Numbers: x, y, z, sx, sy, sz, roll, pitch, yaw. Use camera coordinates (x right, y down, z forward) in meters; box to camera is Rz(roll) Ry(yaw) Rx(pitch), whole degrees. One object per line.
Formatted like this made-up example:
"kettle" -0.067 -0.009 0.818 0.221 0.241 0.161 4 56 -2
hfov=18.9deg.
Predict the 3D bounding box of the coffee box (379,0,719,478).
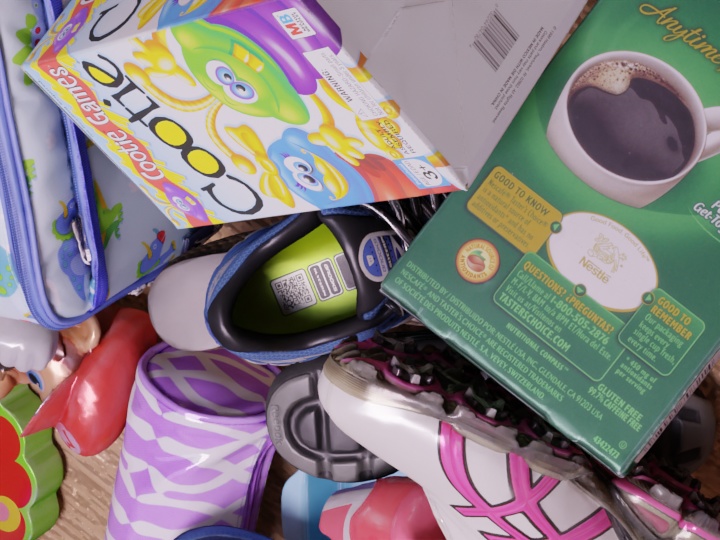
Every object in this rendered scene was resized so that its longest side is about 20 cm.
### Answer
"coffee box" 0.115 -0.034 0.830 0.123 0.044 0.200 37 91 14

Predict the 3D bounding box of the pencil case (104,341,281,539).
"pencil case" -0.086 0.132 1.091 0.085 0.084 0.201 26 123 25

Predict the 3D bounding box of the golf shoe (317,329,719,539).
"golf shoe" 0.061 0.097 0.877 0.199 0.073 0.092 30 101 -19

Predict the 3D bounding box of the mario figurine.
"mario figurine" -0.186 0.008 1.085 0.106 0.123 0.201 -32 87 28

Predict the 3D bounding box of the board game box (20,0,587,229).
"board game box" -0.027 -0.094 0.857 0.103 0.105 0.199 46 152 -25

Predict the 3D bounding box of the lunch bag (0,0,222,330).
"lunch bag" -0.135 -0.083 0.975 0.082 0.161 0.201 7 115 32

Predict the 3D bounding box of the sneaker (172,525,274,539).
"sneaker" -0.023 0.181 0.986 0.200 0.082 0.074 37 84 26

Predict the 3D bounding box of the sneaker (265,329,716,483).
"sneaker" 0.060 0.053 0.965 0.199 0.079 0.076 5 110 12

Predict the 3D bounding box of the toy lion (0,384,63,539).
"toy lion" -0.263 0.092 1.220 0.192 0.069 0.200 -41 85 33

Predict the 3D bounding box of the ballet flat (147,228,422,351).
"ballet flat" 0.000 0.000 0.977 0.199 0.046 0.068 -12 95 16

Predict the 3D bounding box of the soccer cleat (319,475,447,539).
"soccer cleat" 0.054 0.170 0.966 0.076 0.067 0.201 0 130 49

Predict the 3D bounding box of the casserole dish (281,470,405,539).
"casserole dish" 0.053 0.135 1.026 0.199 0.039 0.122 14 119 29

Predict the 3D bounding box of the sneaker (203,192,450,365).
"sneaker" 0.024 -0.011 0.897 0.199 0.089 0.079 -28 94 8
